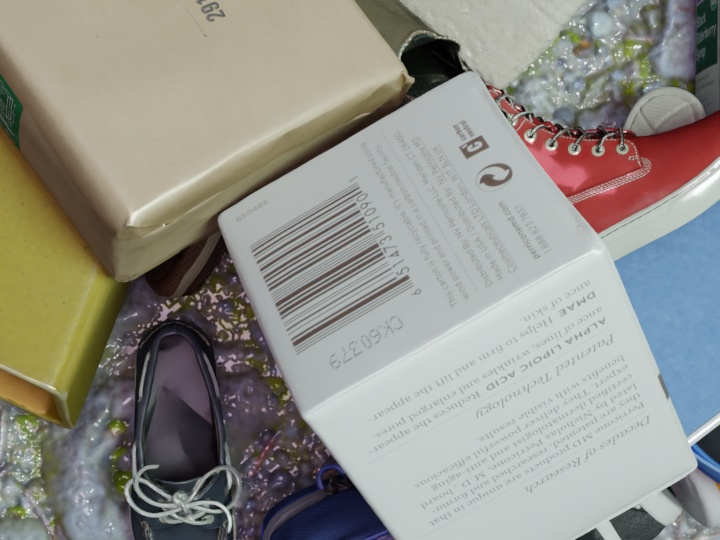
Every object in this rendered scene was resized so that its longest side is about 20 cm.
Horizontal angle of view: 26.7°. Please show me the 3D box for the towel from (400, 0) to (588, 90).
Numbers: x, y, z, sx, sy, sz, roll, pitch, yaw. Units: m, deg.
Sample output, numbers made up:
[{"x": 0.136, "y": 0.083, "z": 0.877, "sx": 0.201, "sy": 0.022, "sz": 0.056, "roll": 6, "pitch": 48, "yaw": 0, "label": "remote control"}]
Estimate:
[{"x": 0.058, "y": -0.217, "z": 0.932, "sx": 0.200, "sy": 0.034, "sz": 0.133, "roll": 42, "pitch": 117, "yaw": -7, "label": "towel"}]

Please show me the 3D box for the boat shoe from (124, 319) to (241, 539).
[{"x": -0.115, "y": 0.132, "z": 0.989, "sx": 0.075, "sy": 0.062, "sz": 0.200, "roll": 1, "pitch": 89, "yaw": -6, "label": "boat shoe"}]

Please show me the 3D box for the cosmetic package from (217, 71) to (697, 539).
[{"x": 0.054, "y": 0.040, "z": 0.819, "sx": 0.165, "sy": 0.165, "sz": 0.200, "roll": -30, "pitch": 135, "yaw": 2, "label": "cosmetic package"}]

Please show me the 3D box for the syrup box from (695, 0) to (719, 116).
[{"x": 0.271, "y": -0.130, "z": 1.012, "sx": 0.081, "sy": 0.079, "sz": 0.200, "roll": -1, "pitch": 89, "yaw": -4, "label": "syrup box"}]

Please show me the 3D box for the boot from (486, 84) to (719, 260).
[{"x": 0.139, "y": -0.081, "z": 0.940, "sx": 0.200, "sy": 0.072, "sz": 0.144, "roll": -31, "pitch": 99, "yaw": 14, "label": "boot"}]

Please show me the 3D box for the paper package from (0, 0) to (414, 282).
[{"x": -0.110, "y": -0.123, "z": 0.838, "sx": 0.191, "sy": 0.103, "sz": 0.200, "roll": -31, "pitch": 79, "yaw": -24, "label": "paper package"}]

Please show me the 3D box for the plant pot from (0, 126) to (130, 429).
[{"x": -0.222, "y": -0.041, "z": 0.927, "sx": 0.194, "sy": 0.196, "sz": 0.200, "roll": 25, "pitch": 76, "yaw": -3, "label": "plant pot"}]

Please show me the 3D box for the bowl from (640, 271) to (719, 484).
[{"x": 0.270, "y": 0.052, "z": 0.918, "sx": 0.200, "sy": 0.039, "sz": 0.201, "roll": -8, "pitch": 57, "yaw": 12, "label": "bowl"}]

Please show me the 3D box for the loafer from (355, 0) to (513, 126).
[{"x": 0.028, "y": -0.127, "z": 0.899, "sx": 0.075, "sy": 0.070, "sz": 0.200, "roll": -29, "pitch": 70, "yaw": -34, "label": "loafer"}]

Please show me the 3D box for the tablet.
[{"x": 0.214, "y": 0.020, "z": 0.922, "sx": 0.200, "sy": 0.014, "sz": 0.130, "roll": -36, "pitch": 56, "yaw": -7, "label": "tablet"}]

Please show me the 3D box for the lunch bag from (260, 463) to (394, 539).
[{"x": 0.017, "y": 0.214, "z": 0.960, "sx": 0.136, "sy": 0.132, "sz": 0.200, "roll": -20, "pitch": 103, "yaw": -4, "label": "lunch bag"}]

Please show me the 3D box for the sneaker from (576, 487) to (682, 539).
[{"x": 0.104, "y": 0.123, "z": 1.001, "sx": 0.200, "sy": 0.073, "sz": 0.112, "roll": 46, "pitch": 100, "yaw": 8, "label": "sneaker"}]

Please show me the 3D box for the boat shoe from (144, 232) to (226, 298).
[{"x": -0.073, "y": -0.067, "z": 0.979, "sx": 0.075, "sy": 0.075, "sz": 0.202, "roll": 9, "pitch": 119, "yaw": -37, "label": "boat shoe"}]

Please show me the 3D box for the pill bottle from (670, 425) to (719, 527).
[{"x": 0.283, "y": 0.073, "z": 0.993, "sx": 0.200, "sy": 0.112, "sz": 0.112, "roll": -30, "pitch": 91, "yaw": -4, "label": "pill bottle"}]

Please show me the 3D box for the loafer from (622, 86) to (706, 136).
[{"x": 0.181, "y": -0.022, "z": 1.014, "sx": 0.072, "sy": 0.063, "sz": 0.200, "roll": 24, "pitch": 90, "yaw": 21, "label": "loafer"}]
